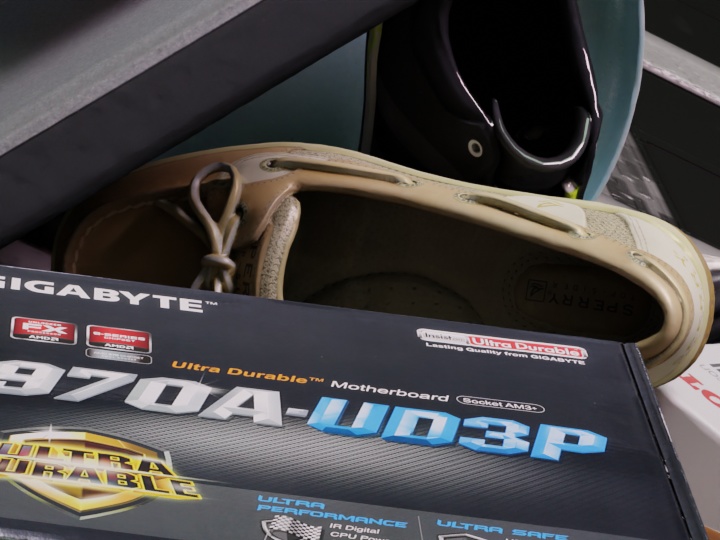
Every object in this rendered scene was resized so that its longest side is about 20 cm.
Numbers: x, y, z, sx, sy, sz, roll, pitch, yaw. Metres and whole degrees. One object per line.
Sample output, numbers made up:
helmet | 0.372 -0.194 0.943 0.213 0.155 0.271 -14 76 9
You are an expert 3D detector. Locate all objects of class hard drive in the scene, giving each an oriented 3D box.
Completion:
hard drive | -0.062 -0.068 0.843 0.033 0.199 0.140 59 1 -21

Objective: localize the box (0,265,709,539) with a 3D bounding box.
box | -0.019 0.057 0.726 0.199 0.046 0.159 8 22 -6

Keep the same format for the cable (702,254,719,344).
cable | 0.136 0.007 1.049 0.200 0.162 0.051 13 66 -72

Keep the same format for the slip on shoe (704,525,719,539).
slip on shoe | 0.047 0.085 0.838 0.076 0.061 0.200 -23 31 -32

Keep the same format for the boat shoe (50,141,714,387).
boat shoe | 0.000 0.003 0.851 0.199 0.074 0.063 9 3 14

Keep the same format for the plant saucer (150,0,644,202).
plant saucer | -0.006 -0.074 0.949 0.199 0.201 0.027 24 5 -18

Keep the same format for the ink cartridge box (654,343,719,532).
ink cartridge box | 0.157 0.094 0.929 0.146 0.083 0.200 40 22 27

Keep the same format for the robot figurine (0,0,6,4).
robot figurine | -0.081 -0.117 1.006 0.199 0.170 0.113 -6 61 -10

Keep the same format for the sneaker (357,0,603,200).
sneaker | 0.036 -0.029 0.908 0.071 0.201 0.083 -10 17 -17
